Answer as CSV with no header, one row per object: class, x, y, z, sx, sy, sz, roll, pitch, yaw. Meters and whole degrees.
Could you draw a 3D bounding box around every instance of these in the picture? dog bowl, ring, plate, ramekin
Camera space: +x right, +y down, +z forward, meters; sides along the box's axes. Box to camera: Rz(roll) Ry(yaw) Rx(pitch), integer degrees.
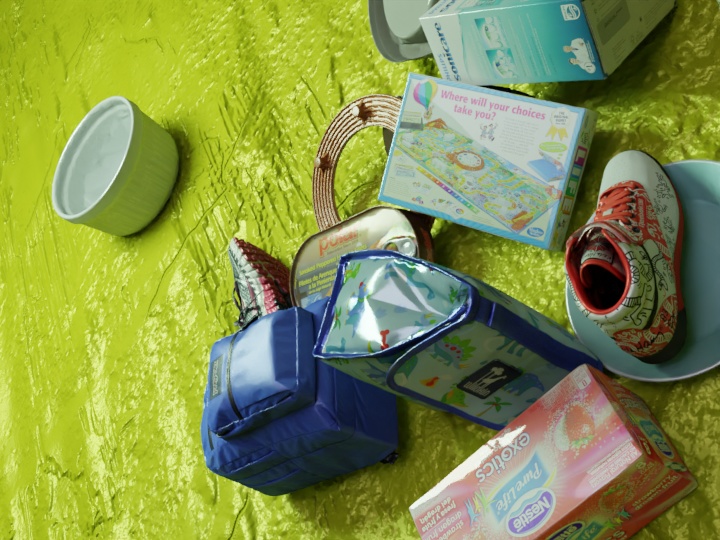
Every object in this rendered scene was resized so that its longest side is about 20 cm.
dog bowl,0.074,-0.336,1.139,0.200,0.058,0.202,-178,90,-66
ring,0.009,-0.095,1.106,0.199,0.019,0.203,2,93,46
plate,0.266,0.001,0.847,0.199,0.025,0.202,-22,55,35
ramekin,-0.362,-0.148,1.496,0.199,0.105,0.202,-24,53,35

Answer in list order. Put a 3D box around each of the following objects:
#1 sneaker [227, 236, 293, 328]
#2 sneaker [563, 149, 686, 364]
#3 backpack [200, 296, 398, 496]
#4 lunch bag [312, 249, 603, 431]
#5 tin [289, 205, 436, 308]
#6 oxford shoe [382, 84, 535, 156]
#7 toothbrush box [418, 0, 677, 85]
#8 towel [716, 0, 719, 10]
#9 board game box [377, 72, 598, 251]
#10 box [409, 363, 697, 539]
sneaker,-0.121,0.035,1.174,0.075,0.080,0.201,-47,44,18
sneaker,0.214,-0.033,0.817,0.067,0.108,0.203,-21,55,36
backpack,-0.081,0.128,1.022,0.199,0.167,0.164,-30,43,35
lunch bag,0.085,0.061,0.871,0.199,0.169,0.129,-7,64,52
tin,0.000,0.000,1.075,0.199,0.042,0.113,-21,77,43
oxford shoe,0.105,-0.151,1.070,0.199,0.072,0.085,-4,82,46
toothbrush box,0.182,-0.255,0.983,0.199,0.086,0.146,8,43,48
towel,0.371,-0.169,0.756,0.036,0.149,0.199,-44,36,-23
board game box,0.121,-0.110,0.982,0.199,0.034,0.136,20,99,33
box,0.151,0.182,0.804,0.200,0.102,0.095,-43,44,18
